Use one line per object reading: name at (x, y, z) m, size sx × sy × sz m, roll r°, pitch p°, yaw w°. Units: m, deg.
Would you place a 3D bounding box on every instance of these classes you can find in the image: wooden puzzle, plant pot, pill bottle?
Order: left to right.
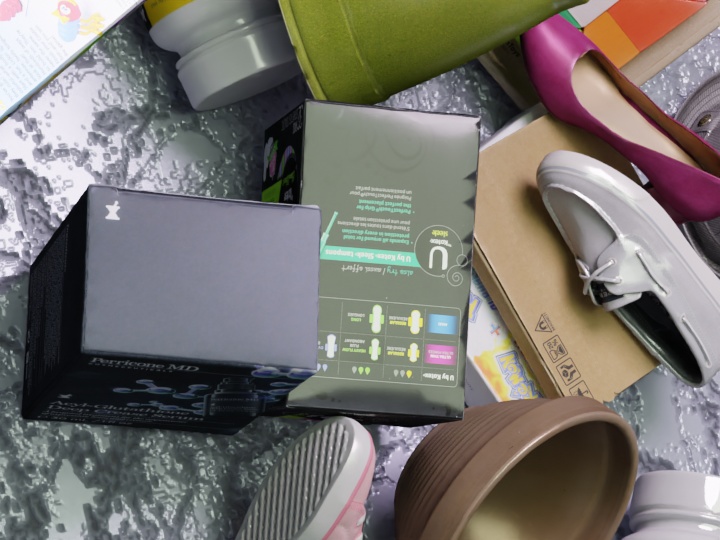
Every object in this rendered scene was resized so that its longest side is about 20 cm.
pill bottle at (-0.108, -0.220, 1.646) m, size 0.114 × 0.114 × 0.201 m, roll -20°, pitch 86°, yaw -31°
plant pot at (0.050, -0.220, 1.611) m, size 0.192 × 0.200 × 0.202 m, roll -13°, pitch 80°, yaw 11°
plant pot at (0.089, 0.157, 1.635) m, size 0.200 × 0.202 × 0.093 m, roll -28°, pitch 50°, yaw -31°
wooden puzzle at (0.166, -0.213, 1.759) m, size 0.200 × 0.037 × 0.185 m, roll -39°, pitch 107°, yaw 13°
pill bottle at (0.226, 0.251, 1.694) m, size 0.113 × 0.113 × 0.201 m, roll 21°, pitch 68°, yaw -22°

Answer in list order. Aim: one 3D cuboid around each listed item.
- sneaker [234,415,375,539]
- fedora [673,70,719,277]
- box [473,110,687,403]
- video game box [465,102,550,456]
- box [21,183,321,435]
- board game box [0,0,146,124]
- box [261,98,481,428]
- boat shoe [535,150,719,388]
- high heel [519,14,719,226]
sneaker at (-0.023, 0.189, 1.561) m, size 0.104 × 0.075 × 0.201 m, roll 21°, pitch 110°, yaw -29°
fedora at (0.330, -0.080, 1.854) m, size 0.200 × 0.090 × 0.177 m, roll -38°, pitch 96°, yaw -31°
box at (0.157, -0.012, 1.730) m, size 0.163 × 0.021 × 0.201 m, roll -30°, pitch 90°, yaw -34°
video game box at (0.119, 0.007, 1.745) m, size 0.182 × 0.047 × 0.200 m, roll -37°, pitch 95°, yaw -29°
box at (-0.122, 0.029, 1.508) m, size 0.148 × 0.200 × 0.108 m, roll 6°, pitch 73°, yaw -17°
board game box at (-0.244, -0.155, 1.561) m, size 0.105 × 0.103 × 0.200 m, roll 50°, pitch 59°, yaw -7°
box at (0.000, 0.000, 1.594) m, size 0.124 × 0.149 × 0.201 m, roll 4°, pitch 84°, yaw -12°
boat shoe at (0.190, 0.002, 1.697) m, size 0.200 × 0.072 × 0.069 m, roll 49°, pitch 55°, yaw -20°
high heel at (0.197, -0.120, 1.717) m, size 0.200 × 0.096 × 0.067 m, roll 50°, pitch 55°, yaw -9°
